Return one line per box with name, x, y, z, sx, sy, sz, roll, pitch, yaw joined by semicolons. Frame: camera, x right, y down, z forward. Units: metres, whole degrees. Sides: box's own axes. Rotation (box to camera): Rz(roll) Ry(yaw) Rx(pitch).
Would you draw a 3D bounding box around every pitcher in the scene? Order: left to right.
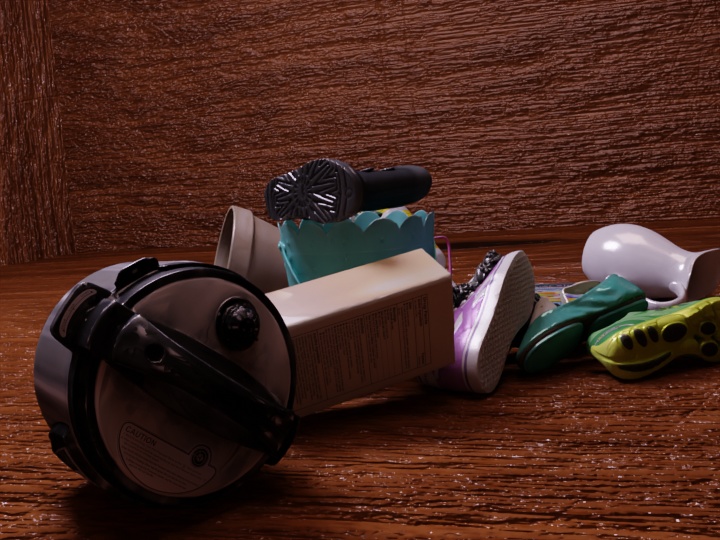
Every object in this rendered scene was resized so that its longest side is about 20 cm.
pitcher;0.455;0.003;1.132;0.170;0.124;0.198;-28;32;-35

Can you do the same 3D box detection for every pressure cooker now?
pressure cooker;-0.146;0.078;0.530;0.173;0.184;0.198;-13;8;-37

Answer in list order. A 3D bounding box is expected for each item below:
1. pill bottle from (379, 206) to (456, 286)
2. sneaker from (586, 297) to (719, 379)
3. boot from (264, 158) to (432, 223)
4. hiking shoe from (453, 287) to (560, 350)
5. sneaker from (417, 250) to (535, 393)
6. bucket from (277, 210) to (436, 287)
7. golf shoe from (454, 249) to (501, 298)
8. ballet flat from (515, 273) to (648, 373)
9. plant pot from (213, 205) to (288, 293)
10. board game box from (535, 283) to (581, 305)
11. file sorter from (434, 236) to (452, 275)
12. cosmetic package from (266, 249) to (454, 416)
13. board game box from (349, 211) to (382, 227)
pill bottle;0.065;-0.026;1.094;0.103;0.201;0.105;-32;-23;-15
sneaker;0.341;0.067;0.781;0.195;0.076;0.083;-7;11;-20
boot;0.012;-0.092;0.808;0.197;0.068;0.163;-5;8;-41
hiking shoe;0.205;0.048;0.865;0.195;0.104;0.076;-8;1;-16
sneaker;0.124;0.051;0.796;0.112;0.074;0.201;-7;33;42
bucket;0.000;0.000;0.867;0.201;0.139;0.207;-5;7;1
golf shoe;0.162;0.058;1.031;0.078;0.096;0.198;41;54;20
ballet flat;0.245;0.057;0.816;0.196;0.069;0.071;-21;46;-21
plant pot;-0.178;-0.003;1.297;0.169;0.206;0.200;11;2;-18
board game box;0.288;0.056;1.016;0.147;0.048;0.200;-2;8;17
file sorter;0.058;0.000;1.278;0.137;0.129;0.197;-9;9;-41
cosmetic package;-0.009;0.061;0.682;0.195;0.108;0.071;-15;29;-17
board game box;-0.026;0.007;1.030;0.023;0.204;0.105;25;13;9
